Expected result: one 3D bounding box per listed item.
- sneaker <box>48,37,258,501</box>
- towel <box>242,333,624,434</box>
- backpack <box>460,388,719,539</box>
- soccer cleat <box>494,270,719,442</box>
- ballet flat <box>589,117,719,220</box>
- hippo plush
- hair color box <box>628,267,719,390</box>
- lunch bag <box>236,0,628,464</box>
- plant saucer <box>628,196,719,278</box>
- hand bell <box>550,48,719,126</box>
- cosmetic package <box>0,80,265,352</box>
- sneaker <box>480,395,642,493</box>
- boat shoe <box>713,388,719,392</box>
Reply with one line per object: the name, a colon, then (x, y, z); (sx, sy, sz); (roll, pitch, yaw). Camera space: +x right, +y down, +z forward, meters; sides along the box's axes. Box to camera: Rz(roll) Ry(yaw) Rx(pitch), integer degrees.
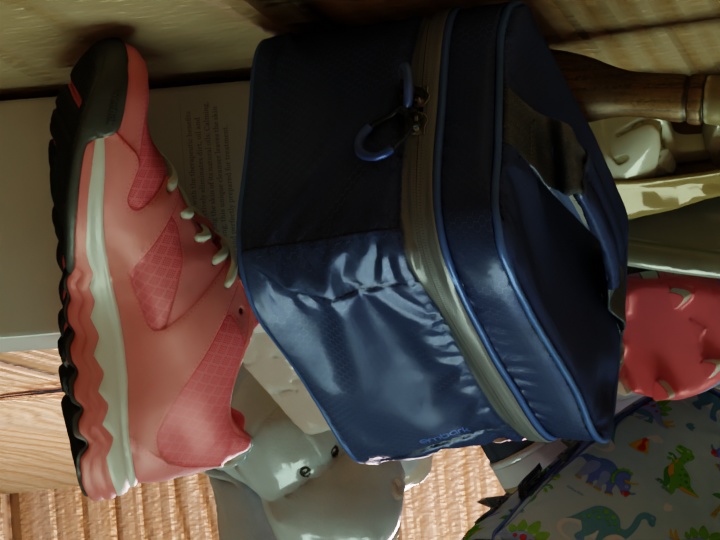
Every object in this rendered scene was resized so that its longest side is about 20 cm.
sneaker: (-0.082, -0.003, 1.207); (0.086, 0.201, 0.074); (-5, -155, -11)
towel: (0.000, 0.000, 1.411); (0.199, 0.032, 0.191); (-13, 129, 40)
backpack: (0.144, 0.151, 1.516); (0.200, 0.163, 0.154); (-30, 153, -54)
soccer cleat: (0.133, 0.037, 1.468); (0.076, 0.067, 0.200); (-28, -179, -42)
ballet flat: (0.155, -0.066, 1.357); (0.199, 0.069, 0.063); (-8, 144, 3)
hippo plush: (-0.024, 0.084, 1.651); (0.159, 0.201, 0.161); (-30, -174, -17)
hair color box: (0.236, 0.048, 1.561); (0.199, 0.061, 0.099); (19, -178, -21)
lunch bag: (0.039, -0.018, 1.188); (0.132, 0.136, 0.200); (-7, 147, 18)
plant saucer: (0.147, -0.034, 1.454); (0.199, 0.051, 0.200); (7, -173, -1)
hand bell: (0.135, -0.074, 1.237); (0.199, 0.105, 0.104); (7, 175, 13)
cosmetic package: (-0.122, -0.021, 1.286); (0.199, 0.108, 0.085); (-3, 174, 1)
sneaker: (0.129, 0.027, 1.630); (0.200, 0.109, 0.070); (-35, -176, -26)
boat shoe: (0.214, 0.054, 1.769); (0.075, 0.200, 0.072); (-16, 127, 1)
